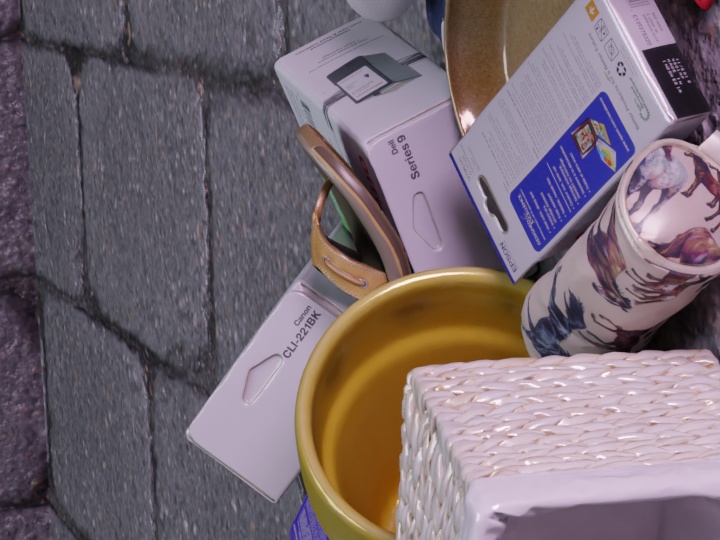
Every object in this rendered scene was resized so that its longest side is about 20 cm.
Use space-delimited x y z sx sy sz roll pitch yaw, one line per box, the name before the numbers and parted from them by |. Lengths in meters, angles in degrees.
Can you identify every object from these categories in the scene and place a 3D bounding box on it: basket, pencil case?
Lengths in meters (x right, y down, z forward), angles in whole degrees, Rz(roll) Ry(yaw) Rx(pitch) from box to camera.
basket | 0.122 0.162 1.269 0.161 0.199 0.199 -123 33 -59
pencil case | 0.152 0.001 1.327 0.078 0.089 0.200 50 154 10

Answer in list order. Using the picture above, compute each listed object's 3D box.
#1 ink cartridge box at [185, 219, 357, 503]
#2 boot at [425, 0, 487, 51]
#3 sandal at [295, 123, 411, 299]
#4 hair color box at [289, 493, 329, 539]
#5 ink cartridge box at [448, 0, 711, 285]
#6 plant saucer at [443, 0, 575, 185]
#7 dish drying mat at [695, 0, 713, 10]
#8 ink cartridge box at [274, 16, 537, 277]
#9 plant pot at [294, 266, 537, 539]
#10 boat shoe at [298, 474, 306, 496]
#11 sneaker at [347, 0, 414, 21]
ink cartridge box | -0.034 0.059 1.689 0.145 0.084 0.200 -53 0 18
boot | 0.078 -0.208 1.500 0.091 0.072 0.201 -121 30 -43
sandal | 0.000 0.000 1.530 0.201 0.054 0.080 66 171 -23
hair color box | 0.023 0.169 1.720 0.200 0.109 0.065 116 146 -57
ink cartridge box | 0.121 -0.078 1.349 0.095 0.037 0.200 65 146 16
plant saucer | 0.119 -0.119 1.403 0.200 0.035 0.201 33 130 50
dish drying mat | 0.195 -0.229 1.218 0.200 0.018 0.077 110 149 -52
ink cartridge box | 0.030 -0.072 1.605 0.147 0.084 0.200 67 171 -27
plant pot | 0.065 0.132 1.479 0.189 0.200 0.202 82 172 -55
boat shoe | -0.006 0.135 1.862 0.202 0.071 0.061 107 156 -44
sneaker | 0.022 -0.205 1.464 0.201 0.070 0.081 112 162 -61
